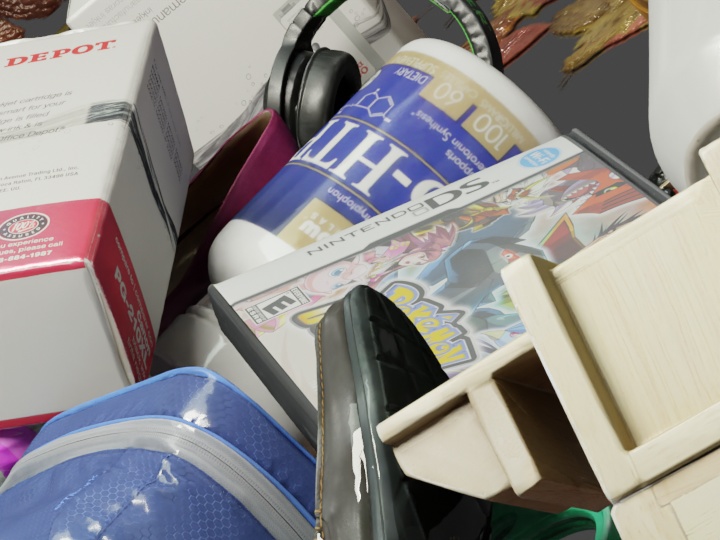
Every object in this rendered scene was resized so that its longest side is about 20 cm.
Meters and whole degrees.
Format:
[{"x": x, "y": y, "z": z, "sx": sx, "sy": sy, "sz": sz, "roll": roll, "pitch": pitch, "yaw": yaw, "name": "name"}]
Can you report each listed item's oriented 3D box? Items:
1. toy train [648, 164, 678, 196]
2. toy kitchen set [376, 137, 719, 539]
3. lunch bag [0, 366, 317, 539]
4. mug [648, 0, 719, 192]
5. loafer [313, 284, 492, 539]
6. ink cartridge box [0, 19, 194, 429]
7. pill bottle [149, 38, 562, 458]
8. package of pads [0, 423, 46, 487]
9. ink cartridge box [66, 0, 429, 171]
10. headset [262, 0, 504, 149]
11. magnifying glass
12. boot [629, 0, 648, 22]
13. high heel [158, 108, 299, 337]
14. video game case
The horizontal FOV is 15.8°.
[{"x": 0.127, "y": -0.016, "z": 1.109, "sx": 0.200, "sy": 0.034, "sz": 0.046, "roll": -38, "pitch": 28, "yaw": 9, "name": "toy train"}, {"x": 0.114, "y": 0.088, "z": 0.796, "sx": 0.163, "sy": 0.181, "sz": 0.200, "roll": -32, "pitch": -22, "yaw": 20, "name": "toy kitchen set"}, {"x": -0.084, "y": 0.127, "z": 1.033, "sx": 0.132, "sy": 0.136, "sz": 0.200, "roll": -51, "pitch": 17, "yaw": -31, "name": "lunch bag"}, {"x": 0.186, "y": -0.096, "z": 0.985, "sx": 0.186, "sy": 0.149, "sz": 0.153, "roll": -34, "pitch": 28, "yaw": 42, "name": "mug"}, {"x": 0.004, "y": 0.097, "z": 0.880, "sx": 0.072, "sy": 0.073, "sz": 0.201, "roll": -29, "pitch": 51, "yaw": 25, "name": "loafer"}, {"x": -0.162, "y": -0.019, "z": 1.160, "sx": 0.144, "sy": 0.085, "sz": 0.200, "roll": -9, "pitch": 34, "yaw": 11, "name": "ink cartridge box"}, {"x": 0.000, "y": 0.000, "z": 1.198, "sx": 0.200, "sy": 0.120, "sz": 0.120, "roll": -47, "pitch": 17, "yaw": -16, "name": "pill bottle"}, {"x": -0.181, "y": 0.165, "z": 1.128, "sx": 0.068, "sy": 0.155, "sz": 0.200, "roll": 8, "pitch": 44, "yaw": 33, "name": "package of pads"}, {"x": -0.053, "y": -0.129, "z": 1.516, "sx": 0.146, "sy": 0.200, "sz": 0.083, "roll": -38, "pitch": 20, "yaw": 13, "name": "ink cartridge box"}, {"x": 0.000, "y": -0.073, "z": 1.429, "sx": 0.200, "sy": 0.123, "sz": 0.094, "roll": -56, "pitch": -12, "yaw": 13, "name": "headset"}, {"x": 0.053, "y": 0.100, "z": 0.993, "sx": 0.080, "sy": 0.022, "sz": 0.200, "roll": -41, "pitch": 15, "yaw": 1, "name": "magnifying glass"}, {"x": 0.143, "y": -0.184, "z": 1.304, "sx": 0.071, "sy": 0.144, "sz": 0.201, "roll": -38, "pitch": 16, "yaw": 10, "name": "boot"}, {"x": -0.110, "y": -0.002, "z": 1.231, "sx": 0.200, "sy": 0.096, "sz": 0.067, "roll": -30, "pitch": 37, "yaw": -30, "name": "high heel"}, {"x": 0.051, "y": 0.015, "z": 1.033, "sx": 0.180, "sy": 0.026, "sz": 0.200, "roll": -23, "pitch": 26, "yaw": -11, "name": "video game case"}]
